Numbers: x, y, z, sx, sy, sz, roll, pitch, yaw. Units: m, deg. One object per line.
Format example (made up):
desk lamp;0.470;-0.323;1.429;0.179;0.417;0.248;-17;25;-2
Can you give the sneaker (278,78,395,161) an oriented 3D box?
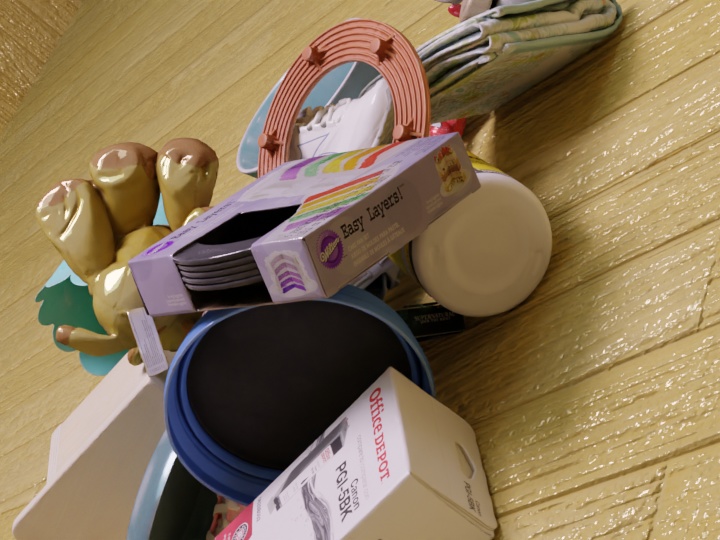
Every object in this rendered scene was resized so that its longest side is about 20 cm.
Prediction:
sneaker;-0.027;-0.104;1.383;0.075;0.087;0.200;-50;4;-40

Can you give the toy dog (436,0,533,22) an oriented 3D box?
toy dog;0.143;-0.278;1.560;0.097;0.131;0.200;-69;26;17

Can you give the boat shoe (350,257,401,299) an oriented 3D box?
boat shoe;0.000;0.000;1.421;0.073;0.066;0.200;-35;-4;37

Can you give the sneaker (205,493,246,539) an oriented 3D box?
sneaker;-0.096;0.170;1.323;0.201;0.105;0.075;-55;25;-7

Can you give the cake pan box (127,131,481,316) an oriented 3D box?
cake pan box;-0.042;-0.031;1.175;0.184;0.053;0.200;-8;20;44

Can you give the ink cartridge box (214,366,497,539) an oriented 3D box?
ink cartridge box;-0.010;0.186;1.150;0.200;0.083;0.147;-46;21;16

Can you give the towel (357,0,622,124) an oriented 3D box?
towel;0.112;-0.181;1.416;0.171;0.048;0.200;-29;-9;41

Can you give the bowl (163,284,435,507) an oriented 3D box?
bowl;-0.045;0.092;1.208;0.201;0.200;0.039;-42;25;21

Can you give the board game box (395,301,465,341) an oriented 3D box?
board game box;-0.026;0.059;1.344;0.200;0.135;0.028;-18;81;55

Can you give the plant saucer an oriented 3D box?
plant saucer;-0.147;0.186;1.343;0.200;0.027;0.201;18;-90;-79

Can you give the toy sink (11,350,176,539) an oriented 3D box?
toy sink;-0.208;0.178;1.503;0.200;0.130;0.112;-47;21;13

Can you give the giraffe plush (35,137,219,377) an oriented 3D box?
giraffe plush;-0.163;0.005;1.379;0.172;0.162;0.201;-6;76;9

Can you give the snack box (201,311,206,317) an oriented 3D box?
snack box;-0.090;0.019;1.372;0.072;0.024;0.200;-62;-6;14

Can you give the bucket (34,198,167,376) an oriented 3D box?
bucket;-0.211;0.026;1.669;0.207;0.207;0.135;-22;33;52

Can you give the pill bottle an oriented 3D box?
pill bottle;0.070;-0.041;1.318;0.111;0.111;0.200;-51;21;2

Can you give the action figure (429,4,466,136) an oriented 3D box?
action figure;0.087;-0.182;1.586;0.200;0.051;0.066;-82;6;-51

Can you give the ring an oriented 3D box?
ring;-0.021;-0.106;1.316;0.200;0.019;0.201;-16;69;45

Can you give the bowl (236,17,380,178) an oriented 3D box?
bowl;-0.025;-0.151;1.697;0.201;0.105;0.201;-43;22;22
